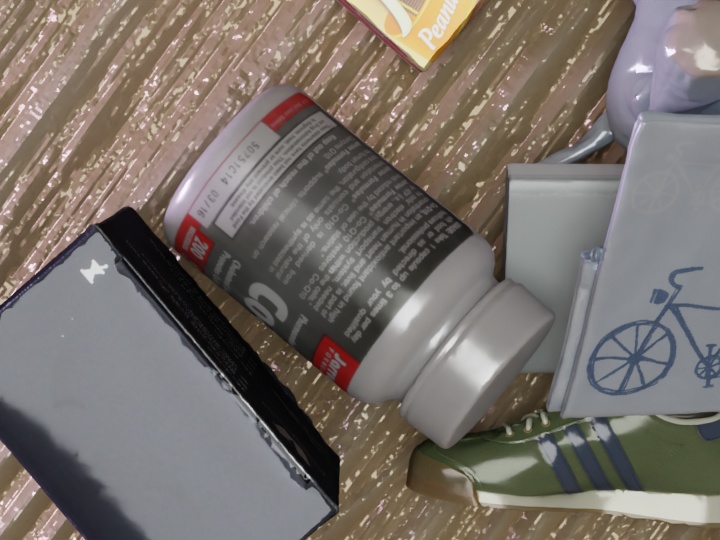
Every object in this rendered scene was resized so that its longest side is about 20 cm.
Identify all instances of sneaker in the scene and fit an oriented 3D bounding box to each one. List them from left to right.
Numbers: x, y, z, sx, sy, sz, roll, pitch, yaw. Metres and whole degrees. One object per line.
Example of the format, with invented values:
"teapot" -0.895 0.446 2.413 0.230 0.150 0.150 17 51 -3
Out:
"sneaker" 0.129 0.092 1.549 0.200 0.067 0.090 6 100 -8

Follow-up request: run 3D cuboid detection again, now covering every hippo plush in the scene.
"hippo plush" 0.205 -0.146 1.513 0.159 0.200 0.161 9 67 -23

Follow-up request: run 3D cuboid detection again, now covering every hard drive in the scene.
"hard drive" 0.181 0.000 1.538 0.200 0.026 0.132 0 123 -1

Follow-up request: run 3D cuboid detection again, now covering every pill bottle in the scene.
"pill bottle" 0.000 0.000 1.495 0.200 0.114 0.114 39 93 9

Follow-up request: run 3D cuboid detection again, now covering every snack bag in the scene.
"snack bag" 0.206 -0.005 1.473 0.188 0.021 0.200 -2 123 -19

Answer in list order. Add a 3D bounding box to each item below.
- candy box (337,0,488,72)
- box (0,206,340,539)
"candy box" 0.058 -0.224 1.533 0.115 0.055 0.200 42 93 -3
"box" -0.115 0.078 1.481 0.117 0.200 0.197 -40 93 2
